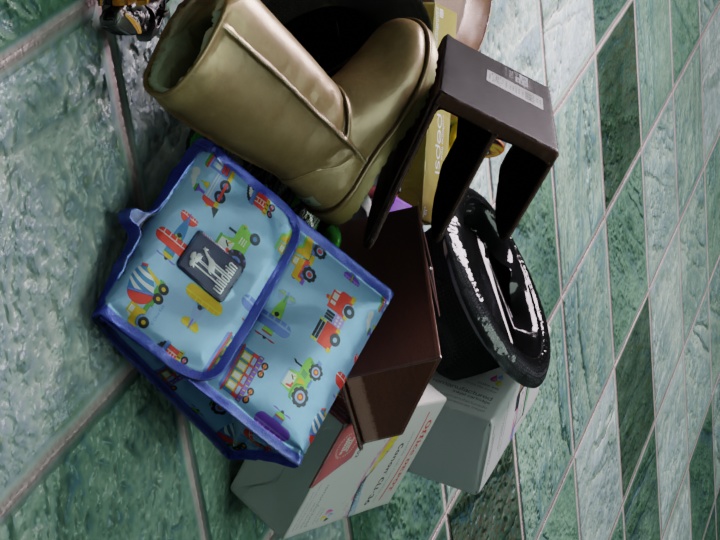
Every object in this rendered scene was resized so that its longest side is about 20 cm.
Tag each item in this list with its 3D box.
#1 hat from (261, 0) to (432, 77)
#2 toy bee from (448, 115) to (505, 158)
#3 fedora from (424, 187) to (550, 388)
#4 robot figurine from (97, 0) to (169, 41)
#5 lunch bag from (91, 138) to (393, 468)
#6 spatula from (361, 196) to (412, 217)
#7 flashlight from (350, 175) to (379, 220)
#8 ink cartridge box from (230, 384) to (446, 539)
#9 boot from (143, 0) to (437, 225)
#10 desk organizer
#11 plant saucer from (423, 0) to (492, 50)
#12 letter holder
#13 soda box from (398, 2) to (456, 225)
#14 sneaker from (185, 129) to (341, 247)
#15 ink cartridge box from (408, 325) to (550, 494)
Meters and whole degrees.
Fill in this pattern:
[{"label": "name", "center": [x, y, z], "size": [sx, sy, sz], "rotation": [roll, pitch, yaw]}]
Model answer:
[{"label": "hat", "center": [-0.039, -0.177, 1.288], "size": [0.081, 0.199, 0.201], "rotation": [63, 4, 33]}, {"label": "toy bee", "center": [0.110, -0.155, 1.673], "size": [0.200, 0.108, 0.133], "rotation": [17, 76, -68]}, {"label": "fedora", "center": [0.091, 0.025, 1.498], "size": [0.201, 0.091, 0.202], "rotation": [47, 27, -34]}, {"label": "robot figurine", "center": [-0.127, -0.240, 1.123], "size": [0.200, 0.058, 0.146], "rotation": [-53, 140, -55]}, {"label": "lunch bag", "center": [-0.097, 0.018, 1.174], "size": [0.200, 0.094, 0.151], "rotation": [44, 63, -30]}, {"label": "spatula", "center": [-0.001, -0.059, 1.385], "size": [0.200, 0.020, 0.057], "rotation": [40, 62, -57]}, {"label": "flashlight", "center": [0.000, 0.000, 1.460], "size": [0.068, 0.067, 0.203], "rotation": [164, -71, -70]}, {"label": "ink cartridge box", "center": [-0.005, 0.138, 1.376], "size": [0.199, 0.067, 0.117], "rotation": [-8, 132, -58]}, {"label": "boot", "center": [-0.040, -0.145, 1.160], "size": [0.200, 0.066, 0.177], "rotation": [39, 69, -45]}, {"label": "desk organizer", "center": [0.022, 0.038, 1.300], "size": [0.201, 0.076, 0.072], "rotation": [-96, 172, -53]}, {"label": "plant saucer", "center": [0.094, -0.310, 1.709], "size": [0.200, 0.032, 0.203], "rotation": [3, 90, -68]}, {"label": "letter holder", "center": [0.075, -0.079, 1.304], "size": [0.143, 0.100, 0.200], "rotation": [-62, -175, 19]}, {"label": "soda box", "center": [0.043, -0.144, 1.556], "size": [0.064, 0.067, 0.203], "rotation": [2, 92, -68]}, {"label": "sneaker", "center": [-0.062, -0.071, 1.249], "size": [0.078, 0.085, 0.200], "rotation": [-49, 148, -8]}, {"label": "ink cartridge box", "center": [0.080, 0.106, 1.565], "size": [0.200, 0.143, 0.085], "rotation": [-47, 150, -58]}]
